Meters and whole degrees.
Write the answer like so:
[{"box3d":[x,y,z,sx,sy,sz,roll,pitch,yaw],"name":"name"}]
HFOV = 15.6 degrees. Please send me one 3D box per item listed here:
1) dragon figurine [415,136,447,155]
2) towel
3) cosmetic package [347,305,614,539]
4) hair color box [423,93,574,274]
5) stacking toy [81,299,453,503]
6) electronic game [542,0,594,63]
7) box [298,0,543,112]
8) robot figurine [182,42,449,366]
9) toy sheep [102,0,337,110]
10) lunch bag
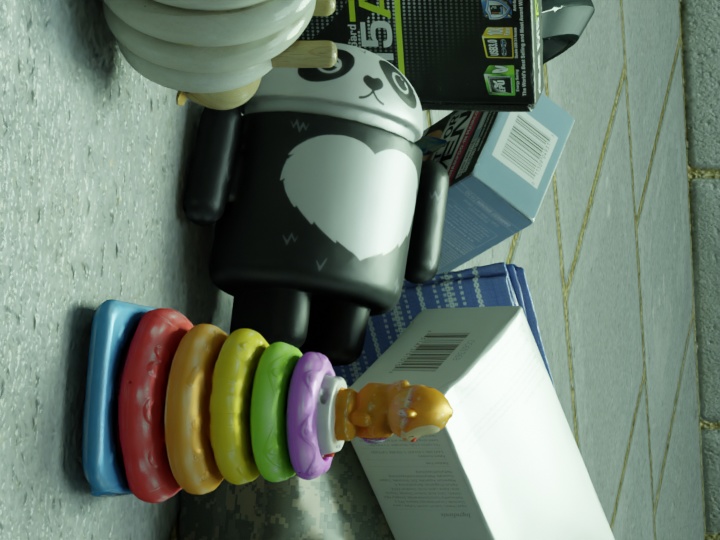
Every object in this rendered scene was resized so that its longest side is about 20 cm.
[{"box3d":[0.018,-0.079,1.801,0.099,0.200,0.059,35,79,-34],"name":"dragon figurine"},{"box3d":[0.036,0.073,1.738,0.024,0.200,0.145,-33,110,-55],"name":"towel"},{"box3d":[0.076,0.133,1.608,0.113,0.081,0.200,-44,122,-43],"name":"cosmetic package"},{"box3d":[0.057,-0.052,1.857,0.061,0.200,0.099,37,53,-17],"name":"hair color box"},{"box3d":[-0.047,0.076,1.445,0.116,0.200,0.110,18,74,-76],"name":"stacking toy"},{"box3d":[0.078,-0.160,1.939,0.200,0.200,0.042,1,67,-76],"name":"electronic game"},{"box3d":[0.017,-0.201,1.680,0.048,0.193,0.200,-65,154,-63],"name":"box"},{"box3d":[-0.026,-0.042,1.639,0.150,0.125,0.200,34,63,-67],"name":"robot figurine"},{"box3d":[-0.078,-0.169,1.420,0.138,0.138,0.200,-71,166,-49],"name":"toy sheep"},{"box3d":[-0.013,0.156,1.647,0.200,0.117,0.164,8,83,-45],"name":"lunch bag"}]
